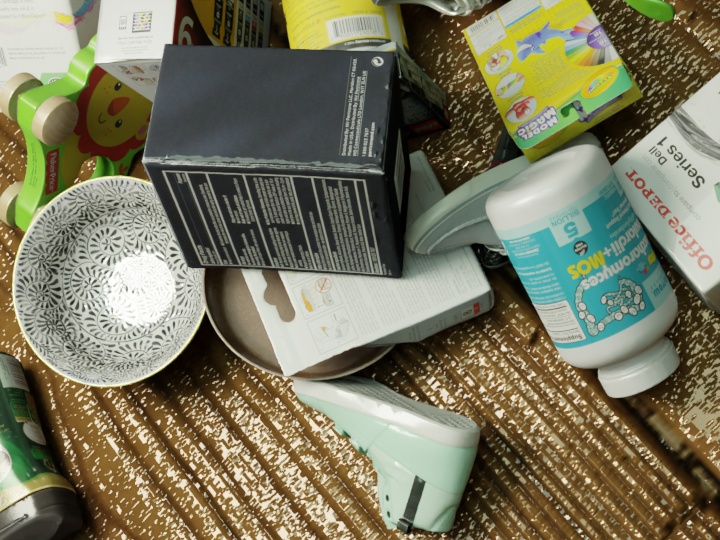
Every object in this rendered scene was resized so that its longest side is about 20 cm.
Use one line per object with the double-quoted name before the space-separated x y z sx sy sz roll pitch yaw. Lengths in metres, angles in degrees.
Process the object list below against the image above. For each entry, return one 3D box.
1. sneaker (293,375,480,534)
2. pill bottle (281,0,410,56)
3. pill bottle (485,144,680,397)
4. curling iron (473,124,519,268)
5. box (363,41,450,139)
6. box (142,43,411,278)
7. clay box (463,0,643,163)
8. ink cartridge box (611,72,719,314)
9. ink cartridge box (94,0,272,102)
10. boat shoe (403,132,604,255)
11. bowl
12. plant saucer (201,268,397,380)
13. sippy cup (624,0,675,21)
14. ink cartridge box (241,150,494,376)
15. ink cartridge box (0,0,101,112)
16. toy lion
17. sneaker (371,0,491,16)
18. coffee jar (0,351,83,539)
"sneaker" 0.009 0.166 1.428 0.200 0.074 0.119 20 103 37
"pill bottle" -0.020 -0.264 1.524 0.111 0.111 0.201 -16 71 18
"pill bottle" 0.194 0.004 1.337 0.110 0.111 0.200 -26 102 15
"curling iron" 0.141 -0.095 1.464 0.049 0.026 0.201 10 75 3
"box" -0.032 -0.145 1.485 0.199 0.137 0.040 -15 72 19
"box" -0.064 -0.091 1.361 0.197 0.200 0.124 2 65 6
"clay box" 0.170 -0.177 1.409 0.115 0.048 0.200 -30 40 12
"ink cartridge box" 0.327 -0.084 1.348 0.200 0.084 0.146 -42 65 8
"ink cartridge box" -0.164 -0.250 1.529 0.084 0.200 0.176 -1 78 21
"boat shoe" 0.137 -0.053 1.402 0.200 0.070 0.072 -26 74 -12
"bowl" -0.225 0.015 1.542 0.200 0.094 0.202 -2 82 13
"plant saucer" -0.046 0.016 1.472 0.199 0.032 0.201 0 60 -1
"sippy cup" 0.304 -0.306 1.396 0.130 0.140 0.178 31 115 15
"ink cartridge box" 0.000 0.000 1.449 0.199 0.050 0.163 -24 64 -2
"ink cartridge box" -0.332 -0.267 1.613 0.145 0.088 0.201 3 119 24
"toy lion" -0.262 -0.140 1.575 0.069 0.191 0.201 33 131 27
"sneaker" 0.099 -0.269 1.471 0.199 0.073 0.071 -2 77 -5
"coffee jar" -0.350 0.187 1.564 0.104 0.085 0.200 -32 66 9
